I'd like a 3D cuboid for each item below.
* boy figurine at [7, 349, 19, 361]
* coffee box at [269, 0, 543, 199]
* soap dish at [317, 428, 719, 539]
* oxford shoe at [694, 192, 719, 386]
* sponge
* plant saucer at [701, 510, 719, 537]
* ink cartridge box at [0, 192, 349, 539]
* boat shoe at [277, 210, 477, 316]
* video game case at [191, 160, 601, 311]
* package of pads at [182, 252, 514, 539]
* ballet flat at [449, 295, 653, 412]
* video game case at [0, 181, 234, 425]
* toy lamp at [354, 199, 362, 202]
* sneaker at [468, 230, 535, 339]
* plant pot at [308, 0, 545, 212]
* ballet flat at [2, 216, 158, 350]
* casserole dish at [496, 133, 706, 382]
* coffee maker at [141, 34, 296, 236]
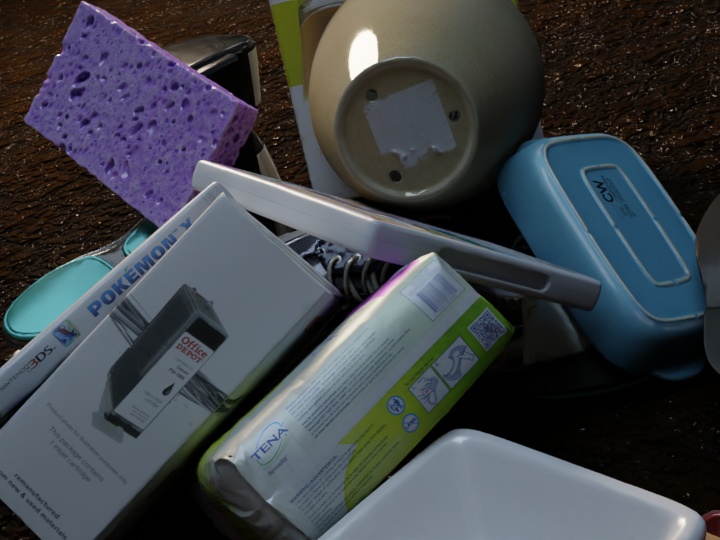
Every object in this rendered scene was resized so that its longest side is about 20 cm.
[{"bbox_3d":[-0.174,0.094,0.796,0.199,0.065,0.124,-3,26,27],"label":"boy figurine"},{"bbox_3d":[0.044,-0.178,1.004,0.199,0.199,0.200,-12,6,5],"label":"coffee box"},{"bbox_3d":[0.042,0.160,0.459,0.157,0.081,0.200,14,38,44],"label":"soap dish"},{"bbox_3d":[0.249,0.014,0.701,0.071,0.071,0.200,-4,43,29],"label":"oxford shoe"},{"bbox_3d":[-0.174,-0.119,0.867,0.200,0.112,0.030,35,10,32],"label":"sponge"},{"bbox_3d":[0.155,0.201,0.453,0.199,0.037,0.200,-27,28,-23],"label":"plant saucer"},{"bbox_3d":[-0.106,0.061,0.648,0.200,0.083,0.147,-47,-5,-2],"label":"ink cartridge box"},{"bbox_3d":[0.000,0.000,0.871,0.199,0.075,0.093,-23,20,-18],"label":"boat shoe"},{"bbox_3d":[0.018,-0.023,0.694,0.182,0.024,0.200,13,6,-38],"label":"video game case"},{"bbox_3d":[-0.019,0.080,0.604,0.154,0.068,0.200,-44,0,-20],"label":"package of pads"},{"bbox_3d":[0.097,0.053,0.731,0.199,0.069,0.068,-12,26,5],"label":"ballet flat"},{"bbox_3d":[-0.171,0.034,0.703,0.182,0.022,0.200,-45,6,-25],"label":"video game case"},{"bbox_3d":[-0.074,0.005,0.927,0.200,0.058,0.058,-26,29,-27],"label":"toy lamp"},{"bbox_3d":[0.097,0.009,0.811,0.199,0.070,0.109,-7,32,0],"label":"sneaker"},{"bbox_3d":[0.040,-0.117,0.795,0.187,0.188,0.200,-9,15,10],"label":"plant pot"},{"bbox_3d":[-0.180,0.009,0.864,0.200,0.073,0.073,-39,34,-22],"label":"ballet flat"},{"bbox_3d":[0.173,-0.021,0.742,0.121,0.039,0.200,-10,59,-33],"label":"casserole dish"},{"bbox_3d":[-0.140,-0.083,0.965,0.134,0.201,0.192,-7,28,17],"label":"coffee maker"}]
